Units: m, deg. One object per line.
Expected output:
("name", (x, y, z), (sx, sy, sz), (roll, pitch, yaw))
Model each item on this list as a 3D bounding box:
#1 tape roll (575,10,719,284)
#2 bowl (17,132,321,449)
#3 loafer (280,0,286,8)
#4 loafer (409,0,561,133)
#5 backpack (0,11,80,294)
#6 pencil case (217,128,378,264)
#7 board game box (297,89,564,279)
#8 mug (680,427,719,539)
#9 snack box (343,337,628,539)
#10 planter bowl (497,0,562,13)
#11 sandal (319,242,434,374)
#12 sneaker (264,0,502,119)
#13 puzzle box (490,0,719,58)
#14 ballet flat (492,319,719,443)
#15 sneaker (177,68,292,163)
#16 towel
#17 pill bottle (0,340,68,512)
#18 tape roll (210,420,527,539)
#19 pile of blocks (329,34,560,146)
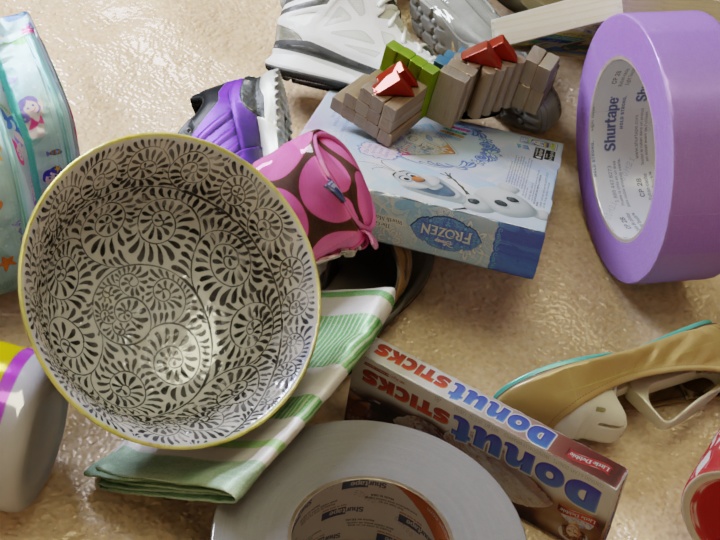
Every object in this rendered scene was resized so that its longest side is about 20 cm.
("tape roll", (0.224, -0.092, 1.350), (0.065, 0.201, 0.201), (-3, 45, -13))
("bowl", (-0.133, 0.022, 1.158), (0.199, 0.094, 0.203), (7, 73, -22))
("loafer", (0.011, -0.277, 1.589), (0.199, 0.071, 0.069), (-34, 26, -35))
("loafer", (0.115, -0.190, 1.527), (0.069, 0.070, 0.200), (-24, 52, -18))
("backpack", (-0.274, -0.076, 1.275), (0.149, 0.178, 0.201), (-11, 51, -12))
("pencil case", (-0.086, -0.014, 1.250), (0.094, 0.199, 0.091), (62, 16, 4))
("board game box", (0.049, -0.070, 1.369), (0.197, 0.044, 0.200), (15, 24, 5))
("mug", (0.325, 0.121, 1.203), (0.177, 0.134, 0.200), (28, 51, 22))
("snack box", (0.081, 0.116, 1.206), (0.199, 0.072, 0.024), (27, 45, 18))
("planter bowl", (0.177, -0.290, 1.530), (0.198, 0.202, 0.135), (6, 34, -2))
("sandal", (0.000, 0.000, 1.324), (0.081, 0.055, 0.200), (23, 44, 14))
("sneaker", (0.029, -0.195, 1.469), (0.198, 0.117, 0.076), (14, -1, 3))
("puzzle box", (0.219, -0.199, 1.474), (0.132, 0.026, 0.199), (-10, -6, 44))
("ballet flat", (0.187, 0.086, 1.262), (0.198, 0.069, 0.063), (-16, 63, -22))
("sneaker", (-0.105, -0.067, 1.375), (0.098, 0.070, 0.201), (-5, 48, 7))
("towel", (-0.076, 0.078, 1.196), (0.152, 0.024, 0.200), (-2, 35, 44))
("pill bottle", (-0.296, 0.082, 1.159), (0.198, 0.105, 0.105), (14, 44, 5))
("tape roll", (0.004, 0.190, 1.124), (0.198, 0.067, 0.201), (4, 45, -4))
("pile of blocks", (0.072, -0.158, 1.392), (0.198, 0.062, 0.082), (-14, 51, -31))
